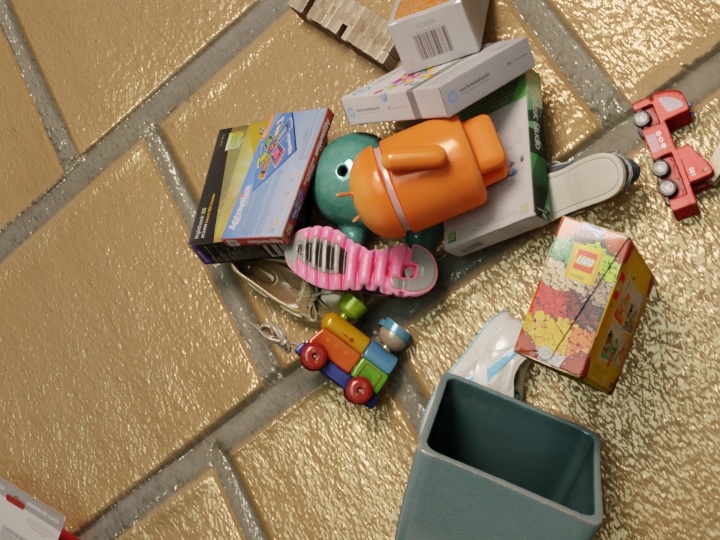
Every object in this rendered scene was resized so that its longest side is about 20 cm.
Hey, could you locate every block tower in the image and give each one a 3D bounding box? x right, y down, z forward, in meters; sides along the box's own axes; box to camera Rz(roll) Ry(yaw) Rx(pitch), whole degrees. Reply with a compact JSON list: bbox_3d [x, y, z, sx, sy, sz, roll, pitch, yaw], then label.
[{"bbox_3d":[-0.011,-0.340,1.351,0.199,0.058,0.054,37,95,26],"label":"block tower"}]

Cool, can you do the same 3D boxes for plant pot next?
[{"bbox_3d":[0.136,0.268,1.057,0.193,0.197,0.203,20,111,7],"label":"plant pot"}]

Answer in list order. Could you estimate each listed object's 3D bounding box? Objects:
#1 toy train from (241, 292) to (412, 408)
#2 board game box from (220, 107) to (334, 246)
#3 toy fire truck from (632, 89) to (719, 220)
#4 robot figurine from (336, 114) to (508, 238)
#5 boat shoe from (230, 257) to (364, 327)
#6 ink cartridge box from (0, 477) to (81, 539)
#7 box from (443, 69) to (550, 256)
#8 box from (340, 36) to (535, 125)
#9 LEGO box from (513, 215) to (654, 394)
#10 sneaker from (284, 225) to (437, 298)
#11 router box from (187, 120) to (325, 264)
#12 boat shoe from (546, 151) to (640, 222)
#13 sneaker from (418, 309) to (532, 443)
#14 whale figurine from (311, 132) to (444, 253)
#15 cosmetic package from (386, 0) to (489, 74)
[{"bbox_3d":[-0.038,0.074,1.228,0.199,0.085,0.117,37,82,1],"label":"toy train"},{"bbox_3d":[-0.107,-0.122,1.264,0.101,0.019,0.203,0,59,33],"label":"board game box"},{"bbox_3d":[0.406,-0.128,1.111,0.139,0.049,0.204,-22,70,19],"label":"toy fire truck"},{"bbox_3d":[0.071,-0.110,1.133,0.197,0.144,0.118,-22,110,7],"label":"robot figurine"},{"bbox_3d":[-0.088,0.025,1.301,0.197,0.063,0.075,17,86,27],"label":"boat shoe"},{"bbox_3d":[-0.494,0.398,1.398,0.197,0.084,0.179,20,88,27],"label":"ink cartridge box"},{"bbox_3d":[0.162,-0.133,1.193,0.143,0.036,0.204,-21,61,43],"label":"box"},{"bbox_3d":[0.091,-0.230,1.191,0.199,0.155,0.042,6,123,55],"label":"box"},{"bbox_3d":[0.250,0.044,1.061,0.076,0.199,0.151,20,86,26],"label":"LEGO box"},{"bbox_3d":[0.000,0.000,1.235,0.196,0.095,0.081,13,80,6],"label":"sneaker"},{"bbox_3d":[-0.138,-0.111,1.327,0.154,0.052,0.203,-6,56,24],"label":"router box"},{"bbox_3d":[0.241,-0.097,1.170,0.198,0.061,0.076,-22,80,42],"label":"boat shoe"},{"bbox_3d":[0.142,0.150,1.160,0.080,0.076,0.202,37,97,25],"label":"sneaker"},{"bbox_3d":[0.022,-0.097,1.255,0.199,0.104,0.160,37,94,23],"label":"whale figurine"},{"bbox_3d":[0.104,-0.338,1.227,0.100,0.072,0.202,-14,34,22],"label":"cosmetic package"}]
